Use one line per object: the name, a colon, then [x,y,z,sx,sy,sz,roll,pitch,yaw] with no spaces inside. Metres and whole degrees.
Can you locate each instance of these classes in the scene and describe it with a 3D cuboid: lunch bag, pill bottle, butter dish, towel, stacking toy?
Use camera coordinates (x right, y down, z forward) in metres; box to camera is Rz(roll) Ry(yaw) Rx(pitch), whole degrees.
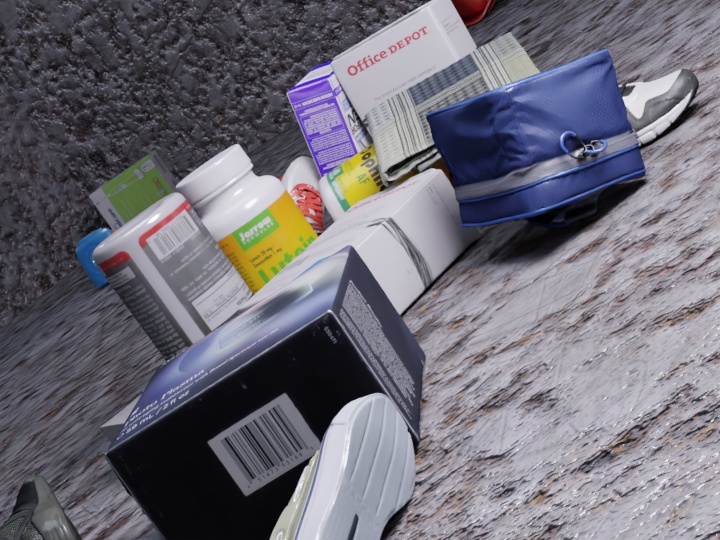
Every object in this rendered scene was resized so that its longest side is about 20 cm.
lunch bag: [0.160,-0.105,1.333,0.135,0.133,0.200,-21,5,-18]
pill bottle: [-0.107,-0.030,1.615,0.111,0.200,0.111,-33,11,7]
butter dish: [0.233,-0.657,3.367,0.200,0.147,0.200,-63,14,-4]
towel: [0.096,-0.167,1.573,0.192,0.035,0.200,-29,23,8]
pill bottle: [0.062,-0.106,1.672,0.199,0.113,0.113,-33,11,8]
pill bottle: [-0.173,0.032,1.545,0.114,0.200,0.114,-33,10,7]
stacking toy: [-0.508,-0.052,3.263,0.116,0.110,0.200,-31,0,32]

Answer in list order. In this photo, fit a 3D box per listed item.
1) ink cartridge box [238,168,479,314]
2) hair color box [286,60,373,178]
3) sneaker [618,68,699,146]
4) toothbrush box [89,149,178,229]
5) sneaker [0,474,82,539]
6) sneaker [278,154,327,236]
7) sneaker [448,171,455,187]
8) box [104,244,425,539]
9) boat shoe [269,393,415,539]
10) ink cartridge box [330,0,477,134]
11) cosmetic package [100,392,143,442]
ink cartridge box: [0.000,0.000,1.468,0.146,0.086,0.200,-22,15,48]
hair color box: [-0.010,-0.145,1.812,0.064,0.201,0.109,-14,18,22]
sneaker: [0.228,-0.147,1.446,0.199,0.080,0.074,-26,12,32]
toothbrush box: [-0.579,-0.195,3.934,0.199,0.146,0.086,-33,11,13]
sneaker: [-0.309,0.247,1.350,0.114,0.077,0.199,-30,15,-12]
sneaker: [-0.060,-0.050,1.756,0.108,0.067,0.202,-20,50,56]
sneaker: [0.175,-0.140,1.541,0.200,0.070,0.090,-37,-10,18]
box: [-0.064,0.099,1.138,0.199,0.124,0.198,-32,9,10]
boat shoe: [-0.018,0.144,0.932,0.062,0.072,0.200,-26,16,26]
ink cartridge box: [0.081,-0.197,1.758,0.144,0.201,0.084,-26,10,27]
cosmetic package: [-0.180,0.143,1.482,0.082,0.051,0.200,-38,11,-28]
